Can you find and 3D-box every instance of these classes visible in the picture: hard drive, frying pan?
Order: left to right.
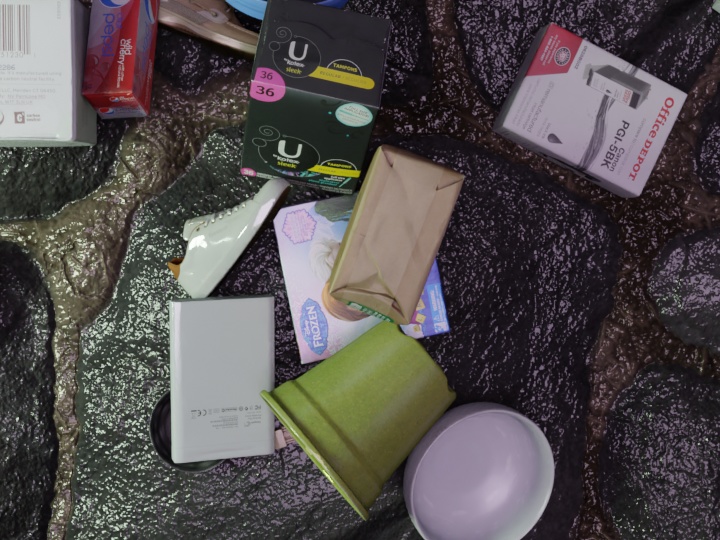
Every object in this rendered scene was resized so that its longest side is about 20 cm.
[{"bbox_3d":[-0.218,0.162,1.617,0.113,0.031,0.193,-8,93,-6],"label":"frying pan"},{"bbox_3d":[-0.172,0.134,1.587,0.130,0.027,0.203,-3,99,-20],"label":"hard drive"}]

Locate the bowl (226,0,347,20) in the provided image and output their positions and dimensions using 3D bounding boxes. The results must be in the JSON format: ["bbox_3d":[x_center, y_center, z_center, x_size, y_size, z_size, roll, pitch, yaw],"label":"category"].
[{"bbox_3d":[-0.095,-0.379,1.534,0.198,0.040,0.203,6,56,-8],"label":"bowl"}]

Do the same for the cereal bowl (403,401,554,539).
[{"bbox_3d":[0.141,0.257,1.609,0.197,0.083,0.203,-6,106,-20],"label":"cereal bowl"}]

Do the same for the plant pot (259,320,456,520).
[{"bbox_3d":[0.008,0.164,1.535,0.184,0.200,0.201,-41,95,-8],"label":"plant pot"}]

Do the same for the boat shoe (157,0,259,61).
[{"bbox_3d":[-0.187,-0.313,1.569,0.198,0.072,0.066,21,89,2],"label":"boat shoe"}]

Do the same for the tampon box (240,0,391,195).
[{"bbox_3d":[-0.055,-0.203,1.502,0.148,0.201,0.128,10,63,-3],"label":"tampon box"}]

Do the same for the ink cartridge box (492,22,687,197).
[{"bbox_3d":[0.289,-0.200,1.600,0.198,0.083,0.148,25,91,-5],"label":"ink cartridge box"}]

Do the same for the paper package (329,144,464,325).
[{"bbox_3d":[0.037,-0.045,1.496,0.102,0.200,0.193,19,93,-4],"label":"paper package"}]

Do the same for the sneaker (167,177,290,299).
[{"bbox_3d":[-0.170,-0.052,1.566,0.085,0.073,0.200,43,111,1],"label":"sneaker"}]

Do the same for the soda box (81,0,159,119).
[{"bbox_3d":[-0.280,-0.285,1.497,0.062,0.070,0.203,-1,72,8],"label":"soda box"}]

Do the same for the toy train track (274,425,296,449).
[{"bbox_3d":[-0.024,0.191,1.632,0.198,0.033,0.116,-18,95,-1],"label":"toy train track"}]

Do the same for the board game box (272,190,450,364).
[{"bbox_3d":[0.000,0.000,1.616,0.197,0.041,0.203,-13,94,-3],"label":"board game box"}]

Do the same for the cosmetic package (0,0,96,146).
[{"bbox_3d":[-0.404,-0.232,1.494,0.165,0.200,0.169,-1,95,-4],"label":"cosmetic package"}]

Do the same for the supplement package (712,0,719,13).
[{"bbox_3d":[0.556,-0.390,1.587,0.117,0.117,0.201,32,91,-6],"label":"supplement package"}]
